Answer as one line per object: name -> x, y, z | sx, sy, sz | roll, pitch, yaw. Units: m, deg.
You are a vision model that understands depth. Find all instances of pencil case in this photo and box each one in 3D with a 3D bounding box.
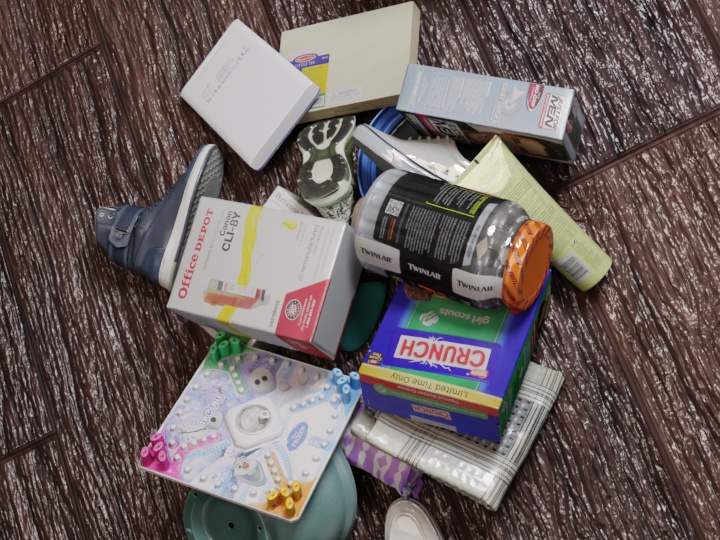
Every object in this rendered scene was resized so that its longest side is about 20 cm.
pencil case -> -0.004, 0.197, 1.265 | 0.199, 0.086, 0.084 | 27, 53, 22

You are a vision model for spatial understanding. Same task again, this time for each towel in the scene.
towel -> 0.110, 0.152, 1.209 | 0.199, 0.035, 0.193 | 24, 61, 22

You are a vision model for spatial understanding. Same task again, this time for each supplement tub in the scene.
supplement tub -> 0.103, -0.032, 1.159 | 0.198, 0.122, 0.124 | 19, 87, 27

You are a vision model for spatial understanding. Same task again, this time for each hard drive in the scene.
hard drive -> -0.149, -0.235, 1.387 | 0.132, 0.025, 0.200 | -51, 51, 7

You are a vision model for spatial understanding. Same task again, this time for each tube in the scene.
tube -> 0.201, -0.061, 1.201 | 0.200, 0.052, 0.058 | 41, 58, -8

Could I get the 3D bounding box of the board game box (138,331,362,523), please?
board game box -> -0.121, 0.169, 1.195 | 0.198, 0.026, 0.201 | 15, 49, 17

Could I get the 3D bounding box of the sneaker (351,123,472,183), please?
sneaker -> 0.083, -0.129, 1.258 | 0.199, 0.073, 0.071 | 32, 83, 13

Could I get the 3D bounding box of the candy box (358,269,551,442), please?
candy box -> 0.111, 0.077, 1.197 | 0.167, 0.077, 0.201 | 12, 55, 21

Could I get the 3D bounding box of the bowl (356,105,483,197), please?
bowl -> 0.094, -0.130, 1.305 | 0.198, 0.039, 0.203 | -4, 79, 20

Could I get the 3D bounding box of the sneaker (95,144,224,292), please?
sneaker -> -0.275, -0.091, 1.413 | 0.145, 0.077, 0.204 | 21, 89, 19

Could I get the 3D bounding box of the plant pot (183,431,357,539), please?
plant pot -> -0.121, 0.276, 1.224 | 0.198, 0.134, 0.203 | 8, 108, 28

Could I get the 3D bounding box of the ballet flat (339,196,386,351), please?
ballet flat -> 0.000, 0.000, 1.297 | 0.067, 0.068, 0.202 | 39, 118, 49

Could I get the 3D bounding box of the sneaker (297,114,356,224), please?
sneaker -> -0.035, -0.122, 1.312 | 0.076, 0.089, 0.201 | -8, 38, 13

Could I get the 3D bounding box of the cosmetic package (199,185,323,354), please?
cosmetic package -> -0.113, 0.008, 1.332 | 0.107, 0.085, 0.201 | 37, 96, 19

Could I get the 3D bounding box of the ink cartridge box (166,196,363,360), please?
ink cartridge box -> -0.110, 0.006, 1.231 | 0.198, 0.083, 0.147 | 11, 78, 24

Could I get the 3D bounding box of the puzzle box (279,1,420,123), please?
puzzle box -> -0.020, -0.264, 1.352 | 0.198, 0.025, 0.135 | -6, 68, 28

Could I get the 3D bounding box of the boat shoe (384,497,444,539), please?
boat shoe -> 0.064, 0.364, 1.212 | 0.070, 0.070, 0.202 | -12, 77, 17

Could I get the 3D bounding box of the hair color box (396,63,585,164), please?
hair color box -> 0.152, -0.181, 1.219 | 0.198, 0.099, 0.061 | 13, 84, 22
